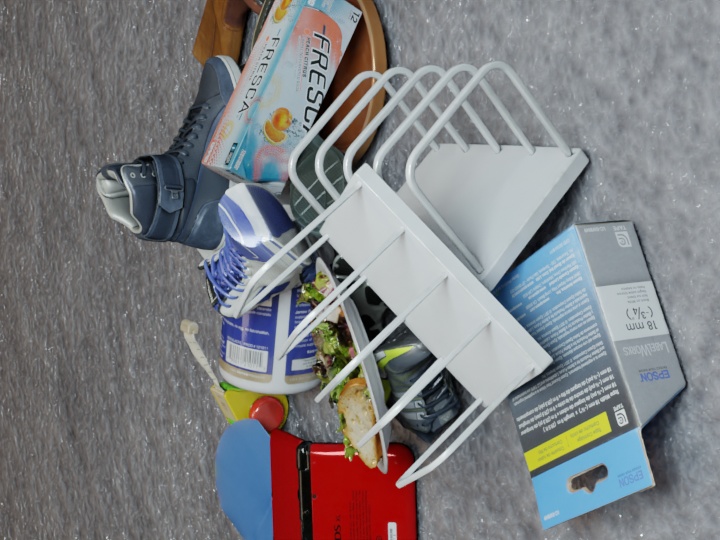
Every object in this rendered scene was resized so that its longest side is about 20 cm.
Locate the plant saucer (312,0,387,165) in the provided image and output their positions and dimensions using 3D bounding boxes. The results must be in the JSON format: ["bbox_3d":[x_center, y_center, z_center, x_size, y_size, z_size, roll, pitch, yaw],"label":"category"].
[{"bbox_3d":[-0.027,-0.202,1.373,0.200,0.032,0.203,12,104,57],"label":"plant saucer"}]

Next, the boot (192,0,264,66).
[{"bbox_3d":[-0.145,-0.277,1.524,0.189,0.068,0.201,56,138,39],"label":"boot"}]

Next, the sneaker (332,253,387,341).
[{"bbox_3d":[0.000,0.000,1.299,0.201,0.080,0.084,116,158,-48],"label":"sneaker"}]

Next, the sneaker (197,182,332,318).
[{"bbox_3d":[-0.103,-0.005,1.260,0.081,0.115,0.199,62,-173,17],"label":"sneaker"}]

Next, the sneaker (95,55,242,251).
[{"bbox_3d":[-0.188,-0.125,1.344,0.077,0.145,0.205,-10,77,57],"label":"sneaker"}]

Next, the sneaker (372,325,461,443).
[{"bbox_3d":[0.058,0.096,1.198,0.081,0.074,0.200,50,168,15],"label":"sneaker"}]

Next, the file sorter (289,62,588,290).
[{"bbox_3d":[0.053,-0.086,1.100,0.125,0.139,0.199,48,161,-26],"label":"file sorter"}]

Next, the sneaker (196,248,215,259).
[{"bbox_3d":[-0.128,-0.024,1.480,0.201,0.082,0.074,55,-177,-29],"label":"sneaker"}]

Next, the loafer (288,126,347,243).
[{"bbox_3d":[-0.033,-0.082,1.288,0.072,0.063,0.200,-41,36,9],"label":"loafer"}]

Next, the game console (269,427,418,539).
[{"bbox_3d":[-0.019,0.267,1.370,0.119,0.170,0.202,-20,-71,-80],"label":"game console"}]

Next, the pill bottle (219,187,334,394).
[{"bbox_3d":[-0.086,0.019,1.413,0.115,0.115,0.202,27,116,54],"label":"pill bottle"}]

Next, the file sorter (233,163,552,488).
[{"bbox_3d":[0.017,0.051,1.024,0.200,0.124,0.139,46,160,3],"label":"file sorter"}]

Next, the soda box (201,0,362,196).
[{"bbox_3d":[-0.075,-0.177,1.292,0.068,0.063,0.202,16,82,57],"label":"soda box"}]

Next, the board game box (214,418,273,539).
[{"bbox_3d":[-0.086,0.257,1.490,0.200,0.039,0.159,49,135,25],"label":"board game box"}]

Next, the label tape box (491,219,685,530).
[{"bbox_3d":[0.176,0.082,1.040,0.144,0.063,0.202,-40,60,54],"label":"label tape box"}]

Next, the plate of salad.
[{"bbox_3d":[-0.017,0.087,1.197,0.200,0.048,0.202,162,90,-83],"label":"plate of salad"}]

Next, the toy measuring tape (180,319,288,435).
[{"bbox_3d":[-0.132,0.124,1.506,0.073,0.073,0.201,19,140,56],"label":"toy measuring tape"}]

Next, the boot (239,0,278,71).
[{"bbox_3d":[-0.103,-0.220,1.401,0.138,0.077,0.202,42,127,55],"label":"boot"}]
